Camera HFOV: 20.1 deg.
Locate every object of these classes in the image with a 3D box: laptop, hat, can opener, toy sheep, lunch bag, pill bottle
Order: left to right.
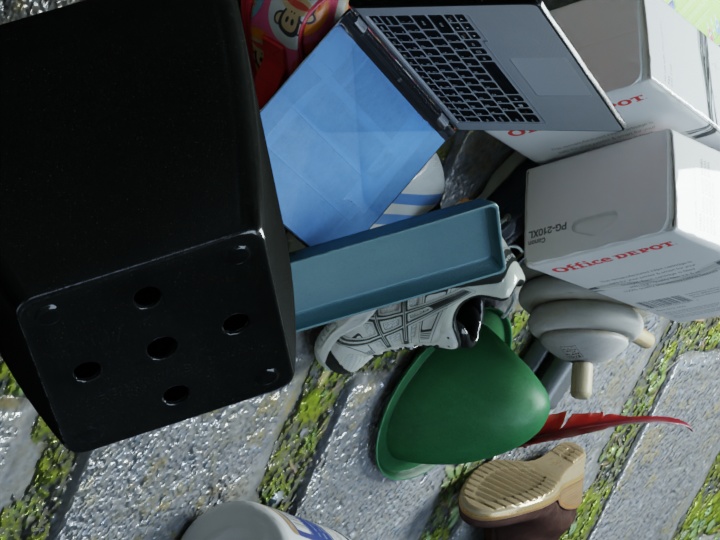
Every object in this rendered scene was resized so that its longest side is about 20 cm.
[{"bbox_3d":[-0.056,0.255,1.625,0.111,0.111,0.200,-56,148,1],"label":"pill bottle"},{"bbox_3d":[-0.006,-0.141,1.355,0.176,0.082,0.200,-39,145,-24],"label":"lunch bag"},{"bbox_3d":[0.044,-0.083,1.306,0.187,0.199,0.116,41,56,-59],"label":"laptop"},{"bbox_3d":[0.139,0.138,1.716,0.200,0.176,0.166,-51,150,-8],"label":"hat"},{"bbox_3d":[0.194,0.010,1.706,0.138,0.137,0.201,29,57,-58],"label":"toy sheep"},{"bbox_3d":[0.212,0.036,1.842,0.200,0.053,0.066,-56,149,0],"label":"can opener"}]

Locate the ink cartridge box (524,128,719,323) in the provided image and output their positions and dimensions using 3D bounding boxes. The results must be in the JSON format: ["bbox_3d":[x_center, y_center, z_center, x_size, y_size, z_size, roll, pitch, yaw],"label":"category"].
[{"bbox_3d":[0.242,-0.030,1.568,0.200,0.144,0.085,18,66,-42],"label":"ink cartridge box"}]

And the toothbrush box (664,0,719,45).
[{"bbox_3d":[0.245,-0.263,1.577,0.146,0.086,0.200,-49,149,-10],"label":"toothbrush box"}]

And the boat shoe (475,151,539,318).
[{"bbox_3d":[0.108,-0.015,1.644,0.200,0.062,0.075,-48,147,-12],"label":"boat shoe"}]

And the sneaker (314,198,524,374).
[{"bbox_3d":[0.042,0.036,1.522,0.200,0.088,0.076,-44,177,41],"label":"sneaker"}]

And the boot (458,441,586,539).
[{"bbox_3d":[0.142,0.259,1.934,0.200,0.072,0.167,-15,128,-52],"label":"boot"}]

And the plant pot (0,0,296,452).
[{"bbox_3d":[-0.133,-0.020,1.139,0.199,0.178,0.200,-17,139,-6],"label":"plant pot"}]

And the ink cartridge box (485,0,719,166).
[{"bbox_3d":[0.201,-0.128,1.550,0.200,0.146,0.086,28,56,-50],"label":"ink cartridge box"}]

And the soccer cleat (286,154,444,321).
[{"bbox_3d":[-0.020,-0.038,1.458,0.200,0.070,0.087,-40,131,-29],"label":"soccer cleat"}]

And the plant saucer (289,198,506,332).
[{"bbox_3d":[0.000,0.000,1.386,0.199,0.019,0.070,-16,137,-3],"label":"plant saucer"}]
